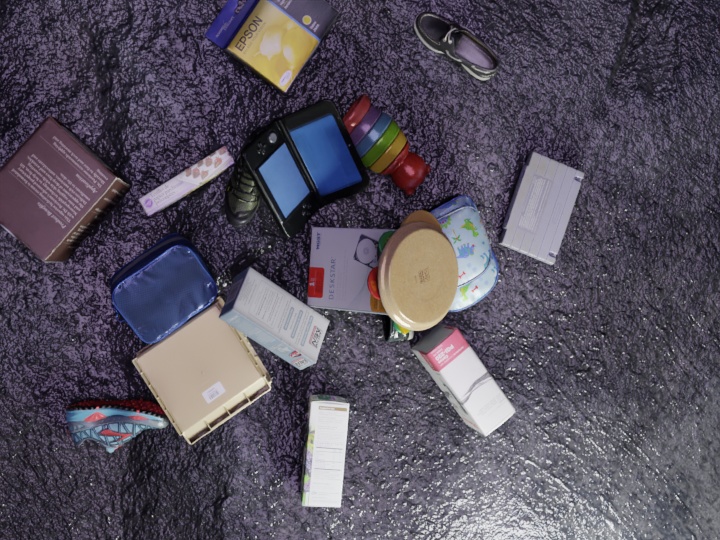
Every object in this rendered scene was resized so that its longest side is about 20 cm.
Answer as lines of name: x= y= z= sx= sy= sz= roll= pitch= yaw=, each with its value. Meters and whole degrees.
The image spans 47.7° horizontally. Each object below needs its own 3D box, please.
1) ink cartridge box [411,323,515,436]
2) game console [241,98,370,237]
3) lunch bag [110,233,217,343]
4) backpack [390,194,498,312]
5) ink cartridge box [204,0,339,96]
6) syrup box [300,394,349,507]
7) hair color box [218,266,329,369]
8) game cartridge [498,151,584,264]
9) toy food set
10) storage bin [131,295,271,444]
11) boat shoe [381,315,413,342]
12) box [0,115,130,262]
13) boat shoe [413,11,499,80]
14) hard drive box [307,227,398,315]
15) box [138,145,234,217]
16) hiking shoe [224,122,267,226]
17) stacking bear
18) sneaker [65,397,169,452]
ink cartridge box: x=0.200 y=0.213 z=1.605 sx=0.084 sy=0.146 sz=0.201 roll=-38 pitch=94 yaw=-7
game console: x=-0.100 y=-0.189 z=1.537 sx=0.176 sy=0.115 sz=0.202 roll=-50 pitch=127 yaw=-34
lunch bag: x=-0.378 y=0.034 z=1.535 sx=0.198 sy=0.132 sz=0.137 roll=-34 pitch=110 yaw=-7
backpack: x=0.177 y=-0.026 z=1.602 sx=0.180 sy=0.147 sz=0.203 roll=-27 pitch=97 yaw=-4
ink cartridge box: x=-0.173 y=-0.486 z=1.604 sx=0.198 sy=0.047 sz=0.199 roll=35 pitch=87 yaw=-9
syrup box: x=-0.071 y=0.353 z=1.602 sx=0.080 sy=0.079 sz=0.205 roll=4 pitch=90 yaw=-7
hair color box: x=-0.162 y=0.093 z=1.552 sx=0.199 sy=0.060 sz=0.100 roll=35 pitch=53 yaw=-22
game cartridge: x=0.372 y=-0.130 z=1.685 sx=0.127 sy=0.038 sz=0.204 roll=20 pitch=88 yaw=-3
toy food set: x=0.099 y=0.008 z=1.471 sx=0.197 sy=0.048 sz=0.203 roll=-38 pitch=114 yaw=-29
storage bin: x=-0.300 y=0.191 z=1.564 sx=0.198 sy=0.094 sz=0.201 roll=-33 pitch=95 yaw=-7
boat shoe: x=0.050 y=0.048 z=1.621 sx=0.065 sy=0.074 sz=0.204 roll=-17 pitch=102 yaw=-19
box: x=-0.556 y=-0.144 z=1.491 sx=0.166 sy=0.164 sz=0.201 roll=42 pitch=85 yaw=-7
boat shoe: x=0.196 y=-0.458 z=1.645 sx=0.199 sy=0.060 sz=0.074 roll=38 pitch=86 yaw=-6
hard drive box: x=0.000 y=0.000 z=1.557 sx=0.197 sy=0.076 sz=0.160 roll=3 pitch=89 yaw=36
box: x=-0.336 y=-0.173 z=1.584 sx=0.198 sy=0.041 sz=0.039 roll=-33 pitch=94 yaw=-7
hiking shoe: x=-0.219 y=-0.186 z=1.567 sx=0.074 sy=0.101 sz=0.204 roll=16 pitch=87 yaw=-1
stacking bear: x=0.047 y=-0.238 z=1.605 sx=0.199 sy=0.114 sz=0.122 roll=40 pitch=79 yaw=-12
sneaker: x=-0.461 y=0.298 z=1.560 sx=0.195 sy=0.079 sz=0.098 roll=1 pitch=100 yaw=1
